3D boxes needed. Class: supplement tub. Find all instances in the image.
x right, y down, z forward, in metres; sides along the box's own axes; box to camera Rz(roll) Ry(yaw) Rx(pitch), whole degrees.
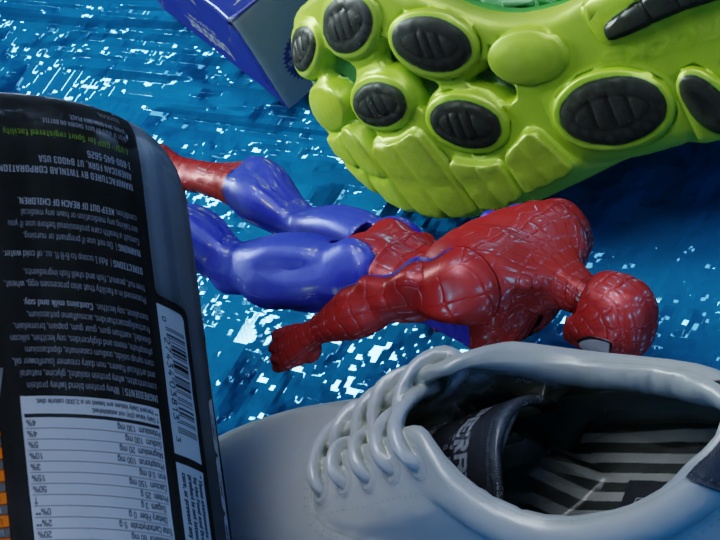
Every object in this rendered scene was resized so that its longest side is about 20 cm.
[{"bbox_3d":[-0.092,0.068,0.653,0.122,0.122,0.201,-17,66,20],"label":"supplement tub"}]

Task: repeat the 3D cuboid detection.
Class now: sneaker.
[{"bbox_3d":[0.068,-0.064,0.745,0.199,0.074,0.083,-6,16,38],"label":"sneaker"},{"bbox_3d":[0.025,0.048,0.662,0.199,0.071,0.073,-6,48,32],"label":"sneaker"}]

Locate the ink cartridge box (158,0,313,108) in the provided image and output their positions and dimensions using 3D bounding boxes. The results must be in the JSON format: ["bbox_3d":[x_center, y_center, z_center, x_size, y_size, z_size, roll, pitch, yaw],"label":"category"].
[{"bbox_3d":[0.020,-0.148,0.872,0.200,0.044,0.094,-41,40,-7],"label":"ink cartridge box"}]

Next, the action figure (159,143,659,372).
[{"bbox_3d":[0.000,0.000,0.717,0.199,0.052,0.065,7,22,44],"label":"action figure"}]
